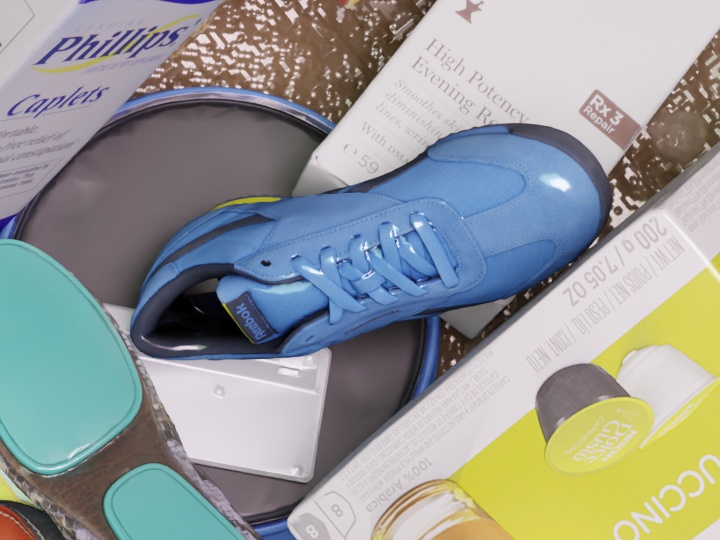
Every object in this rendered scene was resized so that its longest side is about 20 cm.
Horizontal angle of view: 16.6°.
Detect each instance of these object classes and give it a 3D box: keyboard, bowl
[{"bbox_3d":[-0.111,0.039,0.986,0.198,0.011,0.057,11,81,-9],"label":"keyboard"},{"bbox_3d":[-0.061,0.019,1.025,0.199,0.039,0.202,2,77,-11],"label":"bowl"}]

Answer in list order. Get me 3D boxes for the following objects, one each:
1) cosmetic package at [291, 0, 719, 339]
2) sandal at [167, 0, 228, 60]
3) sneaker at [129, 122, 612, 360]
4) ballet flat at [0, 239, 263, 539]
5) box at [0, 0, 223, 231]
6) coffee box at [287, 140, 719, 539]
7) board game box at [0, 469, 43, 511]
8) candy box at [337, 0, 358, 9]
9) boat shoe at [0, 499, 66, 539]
[{"bbox_3d":[0.071,-0.081,1.015,0.101,0.074,0.200,37,75,0],"label":"cosmetic package"},{"bbox_3d":[-0.122,-0.101,1.056,0.210,0.078,0.070,-5,117,7],"label":"sandal"},{"bbox_3d":[0.000,0.000,0.924,0.199,0.078,0.066,-13,111,33],"label":"sneaker"},{"bbox_3d":[-0.097,0.080,0.940,0.072,0.072,0.201,-37,72,-2],"label":"ballet flat"},{"bbox_3d":[-0.164,-0.128,0.931,0.200,0.105,0.185,-41,76,32],"label":"box"},{"bbox_3d":[0.136,0.080,0.926,0.200,0.200,0.198,-41,87,30],"label":"coffee box"},{"bbox_3d":[-0.180,0.035,1.051,0.135,0.034,0.201,-37,87,-2],"label":"board game box"},{"bbox_3d":[0.049,-0.194,0.970,0.056,0.200,0.117,40,132,4],"label":"candy box"},{"bbox_3d":[-0.128,0.155,0.940,0.071,0.063,0.201,-40,42,13],"label":"boat shoe"}]
